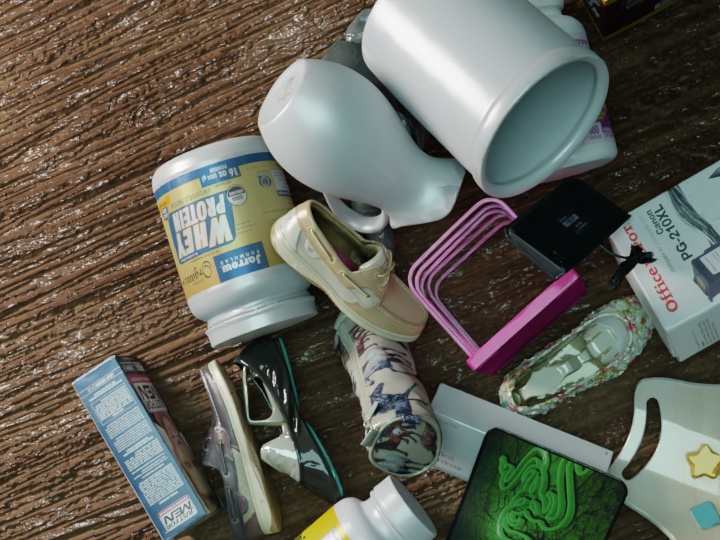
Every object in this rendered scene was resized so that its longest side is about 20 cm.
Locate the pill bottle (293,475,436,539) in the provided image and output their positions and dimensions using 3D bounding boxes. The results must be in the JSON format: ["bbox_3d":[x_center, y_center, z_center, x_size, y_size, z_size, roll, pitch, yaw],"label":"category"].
[{"bbox_3d":[-0.017,0.316,1.690,0.199,0.111,0.112,-40,83,4],"label":"pill bottle"}]

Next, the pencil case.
[{"bbox_3d":[0.024,0.122,1.660,0.089,0.201,0.078,31,113,-33],"label":"pencil case"}]

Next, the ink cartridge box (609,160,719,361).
[{"bbox_3d":[0.376,-0.023,1.637,0.198,0.084,0.146,-30,58,6],"label":"ink cartridge box"}]

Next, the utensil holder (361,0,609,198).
[{"bbox_3d":[0.119,-0.201,1.565,0.170,0.170,0.200,-46,63,4],"label":"utensil holder"}]

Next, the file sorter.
[{"bbox_3d":[0.141,0.015,1.637,0.139,0.200,0.126,-42,80,4],"label":"file sorter"}]

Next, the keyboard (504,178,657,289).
[{"bbox_3d":[0.224,-0.029,1.560,0.127,0.200,0.021,37,122,13],"label":"keyboard"}]

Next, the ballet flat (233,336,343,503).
[{"bbox_3d":[-0.086,0.171,1.722,0.068,0.068,0.202,-19,72,-15],"label":"ballet flat"}]

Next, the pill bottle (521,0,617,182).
[{"bbox_3d":[0.198,-0.202,1.681,0.111,0.112,0.203,-15,86,7],"label":"pill bottle"}]

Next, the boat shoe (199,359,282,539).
[{"bbox_3d":[-0.145,0.201,1.735,0.064,0.072,0.202,-20,91,2],"label":"boat shoe"}]

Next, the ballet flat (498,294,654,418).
[{"bbox_3d":[0.235,0.098,1.686,0.199,0.064,0.076,-37,82,5],"label":"ballet flat"}]

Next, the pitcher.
[{"bbox_3d":[-0.017,-0.115,1.606,0.199,0.171,0.122,34,52,-23],"label":"pitcher"}]

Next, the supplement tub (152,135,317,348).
[{"bbox_3d":[-0.133,-0.030,1.705,0.143,0.145,0.202,-19,85,7],"label":"supplement tub"}]

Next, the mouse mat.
[{"bbox_3d":[0.180,0.274,1.669,0.159,0.008,0.202,22,117,9],"label":"mouse mat"}]

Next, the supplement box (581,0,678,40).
[{"bbox_3d":[0.307,-0.359,1.627,0.196,0.200,0.134,-28,84,6],"label":"supplement box"}]

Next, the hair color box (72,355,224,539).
[{"bbox_3d":[-0.232,0.193,1.732,0.060,0.100,0.201,-32,84,4],"label":"hair color box"}]

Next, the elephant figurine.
[{"bbox_3d":[0.016,-0.143,1.711,0.200,0.155,0.142,42,60,-2],"label":"elephant figurine"}]

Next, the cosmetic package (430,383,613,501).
[{"bbox_3d":[0.162,0.199,1.680,0.198,0.051,0.083,21,129,9],"label":"cosmetic package"}]

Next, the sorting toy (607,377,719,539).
[{"bbox_3d":[0.357,0.200,1.652,0.178,0.107,0.202,21,91,16],"label":"sorting toy"}]

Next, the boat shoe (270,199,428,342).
[{"bbox_3d":[0.000,0.000,1.645,0.199,0.074,0.069,35,128,-18],"label":"boat shoe"}]
